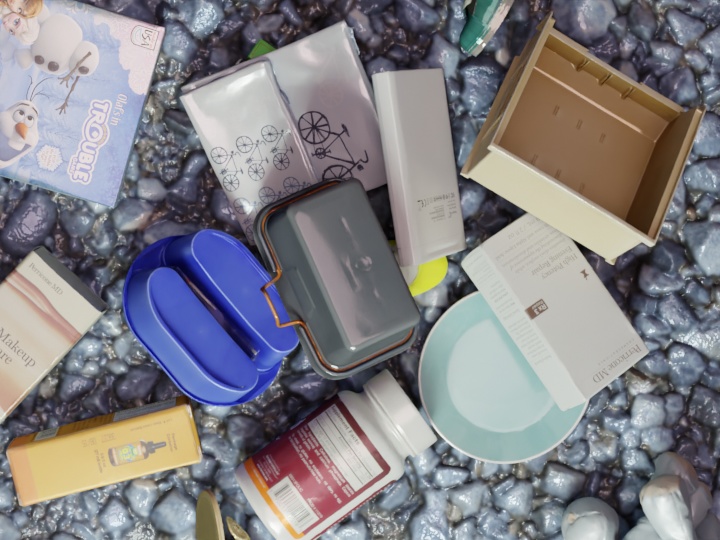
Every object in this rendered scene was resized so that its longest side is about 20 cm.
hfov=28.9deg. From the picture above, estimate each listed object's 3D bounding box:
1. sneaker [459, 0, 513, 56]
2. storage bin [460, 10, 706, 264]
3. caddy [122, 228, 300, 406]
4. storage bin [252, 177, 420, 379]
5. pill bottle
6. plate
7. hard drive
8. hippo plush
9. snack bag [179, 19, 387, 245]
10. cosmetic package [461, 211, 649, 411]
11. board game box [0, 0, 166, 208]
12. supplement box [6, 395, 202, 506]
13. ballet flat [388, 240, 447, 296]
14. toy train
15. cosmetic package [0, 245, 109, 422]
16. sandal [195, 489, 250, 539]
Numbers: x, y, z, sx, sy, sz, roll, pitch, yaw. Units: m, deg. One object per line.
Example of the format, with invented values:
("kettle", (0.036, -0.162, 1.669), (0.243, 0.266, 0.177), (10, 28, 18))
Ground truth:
("sneaker", (0.140, -0.332, 1.510), (0.080, 0.071, 0.200), (24, 87, -3))
("storage bin", (0.240, -0.143, 1.490), (0.200, 0.094, 0.199), (30, 66, -7))
("caddy", (-0.160, 0.050, 1.488), (0.141, 0.105, 0.200), (-43, 98, -24))
("storage bin", (-0.025, 0.003, 1.410), (0.145, 0.134, 0.200), (-24, 87, -11))
("pill bottle", (-0.025, 0.202, 1.507), (0.200, 0.114, 0.114), (-36, 97, -3))
("plate", (0.161, 0.115, 1.565), (0.199, 0.026, 0.201), (-1, 95, -7))
("hard drive", (0.065, -0.113, 1.490), (0.027, 0.132, 0.201), (-5, 96, 29))
("hippo plush", (0.312, 0.314, 1.560), (0.160, 0.159, 0.201), (-18, 80, 26))
("snack bag", (-0.067, -0.144, 1.487), (0.199, 0.021, 0.189), (-21, 105, 10))
("cosmetic package", (0.209, 0.039, 1.511), (0.102, 0.074, 0.200), (-34, 84, -21))
("board game box", (-0.327, -0.189, 1.479), (0.198, 0.043, 0.201), (16, 92, -8))
("supplement box", (-0.273, 0.192, 1.504), (0.199, 0.069, 0.067), (-13, 96, -3))
("ballet flat", (0.000, 0.000, 1.517), (0.199, 0.067, 0.067), (1, 93, -7))
("toy train", (-0.044, -0.178, 1.514), (0.200, 0.042, 0.056), (34, 80, -8))
("cosmetic package", (-0.371, 0.080, 1.473), (0.103, 0.087, 0.200), (42, 89, -7))
("sandal", (-0.133, 0.334, 1.537), (0.069, 0.078, 0.212), (-8, 102, -25))
